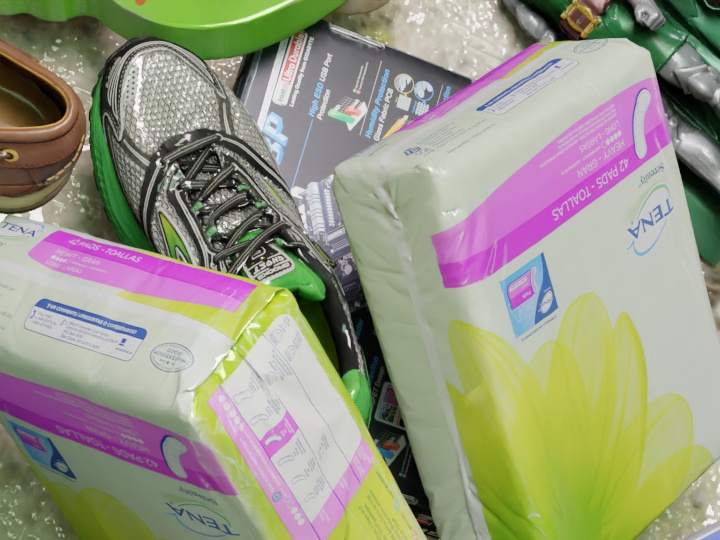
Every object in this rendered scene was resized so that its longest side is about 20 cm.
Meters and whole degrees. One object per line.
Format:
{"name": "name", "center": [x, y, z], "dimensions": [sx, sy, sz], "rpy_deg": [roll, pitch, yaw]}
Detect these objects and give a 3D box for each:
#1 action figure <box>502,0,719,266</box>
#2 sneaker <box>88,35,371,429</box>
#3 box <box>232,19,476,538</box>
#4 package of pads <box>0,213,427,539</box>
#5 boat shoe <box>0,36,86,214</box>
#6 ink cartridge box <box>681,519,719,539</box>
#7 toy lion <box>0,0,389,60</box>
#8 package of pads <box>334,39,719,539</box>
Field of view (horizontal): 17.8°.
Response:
{"name": "action figure", "center": [0.124, -0.104, 1.067], "dimensions": [0.200, 0.118, 0.055], "rpy_deg": [46, 36, 9]}
{"name": "sneaker", "center": [-0.045, -0.010, 0.945], "dimensions": [0.078, 0.085, 0.201], "rpy_deg": [-27, 84, -20]}
{"name": "box", "center": [0.000, 0.000, 1.025], "dimensions": [0.158, 0.046, 0.202], "rpy_deg": [19, 72, -11]}
{"name": "package of pads", "center": [-0.058, 0.077, 0.885], "dimensions": [0.068, 0.154, 0.201], "rpy_deg": [-51, 135, -26]}
{"name": "boat shoe", "center": [-0.193, -0.084, 0.851], "dimensions": [0.199, 0.068, 0.073], "rpy_deg": [21, 70, -12]}
{"name": "ink cartridge box", "center": [0.206, 0.147, 1.050], "dimensions": [0.199, 0.044, 0.095], "rpy_deg": [-24, 83, -19]}
{"name": "toy lion", "center": [-0.104, -0.170, 1.011], "dimensions": [0.191, 0.069, 0.200], "rpy_deg": [-31, 68, -17]}
{"name": "package of pads", "center": [0.080, 0.018, 0.962], "dimensions": [0.154, 0.068, 0.202], "rpy_deg": [-34, 115, -42]}
